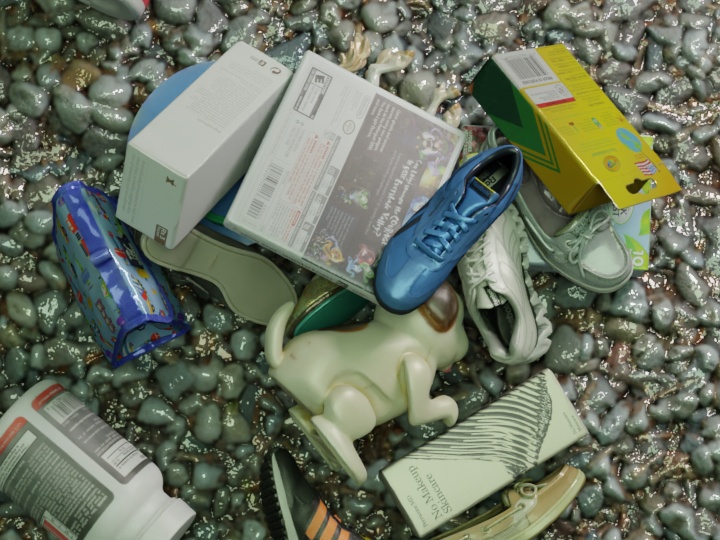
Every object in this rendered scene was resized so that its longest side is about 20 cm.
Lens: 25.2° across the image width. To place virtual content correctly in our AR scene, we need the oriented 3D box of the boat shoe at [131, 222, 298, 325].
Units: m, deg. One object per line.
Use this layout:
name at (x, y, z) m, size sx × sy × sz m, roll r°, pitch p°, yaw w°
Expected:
boat shoe at (-0.144, -0.010, 1.614) m, size 0.200 × 0.057 × 0.067 m, roll 31°, pitch 99°, yaw -35°

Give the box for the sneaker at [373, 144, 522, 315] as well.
sneaker at (0.083, -0.045, 1.514) m, size 0.066 × 0.078 × 0.200 m, roll 41°, pitch 68°, yaw 3°

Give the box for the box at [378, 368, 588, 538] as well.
box at (0.121, 0.183, 1.610) m, size 0.199 × 0.068 × 0.082 m, roll -32°, pitch 84°, yaw -6°

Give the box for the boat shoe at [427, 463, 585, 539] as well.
boat shoe at (0.133, 0.249, 1.601) m, size 0.200 × 0.073 × 0.063 m, roll -36°, pitch 88°, yaw 1°

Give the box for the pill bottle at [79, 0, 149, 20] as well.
pill bottle at (-0.236, -0.373, 1.668) m, size 0.119 × 0.120 × 0.201 m, roll 25°, pitch 81°, yaw 3°

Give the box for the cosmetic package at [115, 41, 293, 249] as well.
cosmetic package at (-0.149, -0.123, 1.552) m, size 0.074 × 0.102 × 0.200 m, roll 30°, pitch 45°, yaw 11°

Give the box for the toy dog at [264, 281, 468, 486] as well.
toy dog at (0.017, 0.085, 1.591) m, size 0.200 × 0.140 × 0.194 m, roll -37°, pitch 91°, yaw -12°

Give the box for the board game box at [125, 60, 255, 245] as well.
board game box at (-0.144, -0.114, 1.671) m, size 0.158 × 0.039 × 0.200 m, roll -40°, pitch 78°, yaw -3°

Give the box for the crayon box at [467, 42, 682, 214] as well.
crayon box at (0.211, -0.130, 1.582) m, size 0.127 × 0.051 × 0.200 m, roll -15°, pitch 62°, yaw -47°

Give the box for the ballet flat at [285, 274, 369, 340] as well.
ballet flat at (0.000, 0.000, 1.645) m, size 0.199 × 0.071 × 0.071 m, roll -33°, pitch 83°, yaw -5°

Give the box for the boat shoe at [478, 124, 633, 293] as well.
boat shoe at (0.193, -0.062, 1.598) m, size 0.074 × 0.065 × 0.202 m, roll -38°, pitch 82°, yaw -6°

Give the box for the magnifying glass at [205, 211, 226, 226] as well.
magnifying glass at (-0.083, -0.061, 1.623) m, size 0.199 × 0.022 × 0.080 m, roll 25°, pitch 82°, yaw 12°

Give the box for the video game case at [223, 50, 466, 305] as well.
video game case at (-0.012, -0.088, 1.555) m, size 0.181 × 0.023 × 0.201 m, roll 27°, pitch 68°, yaw -7°

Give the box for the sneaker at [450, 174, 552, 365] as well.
sneaker at (0.127, -0.002, 1.579) m, size 0.075 × 0.081 × 0.201 m, roll -23°, pitch 87°, yaw 27°

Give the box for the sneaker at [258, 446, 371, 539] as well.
sneaker at (-0.036, 0.266, 1.602) m, size 0.089 × 0.070 × 0.201 m, roll -16°, pitch 82°, yaw -19°

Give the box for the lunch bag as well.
lunch bag at (-0.245, 0.000, 1.566) m, size 0.094 × 0.200 × 0.151 m, roll -26°, pitch 83°, yaw -5°

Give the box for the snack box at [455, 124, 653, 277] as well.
snack box at (0.196, -0.071, 1.660) m, size 0.198 × 0.053 × 0.143 m, roll 4°, pitch 82°, yaw 0°

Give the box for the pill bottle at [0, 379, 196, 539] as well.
pill bottle at (-0.266, 0.210, 1.575) m, size 0.200 × 0.116 × 0.116 m, roll 39°, pitch 82°, yaw 5°

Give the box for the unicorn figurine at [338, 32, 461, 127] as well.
unicorn figurine at (0.040, -0.147, 1.665) m, size 0.200 × 0.074 × 0.137 m, roll 38°, pitch 79°, yaw 25°
